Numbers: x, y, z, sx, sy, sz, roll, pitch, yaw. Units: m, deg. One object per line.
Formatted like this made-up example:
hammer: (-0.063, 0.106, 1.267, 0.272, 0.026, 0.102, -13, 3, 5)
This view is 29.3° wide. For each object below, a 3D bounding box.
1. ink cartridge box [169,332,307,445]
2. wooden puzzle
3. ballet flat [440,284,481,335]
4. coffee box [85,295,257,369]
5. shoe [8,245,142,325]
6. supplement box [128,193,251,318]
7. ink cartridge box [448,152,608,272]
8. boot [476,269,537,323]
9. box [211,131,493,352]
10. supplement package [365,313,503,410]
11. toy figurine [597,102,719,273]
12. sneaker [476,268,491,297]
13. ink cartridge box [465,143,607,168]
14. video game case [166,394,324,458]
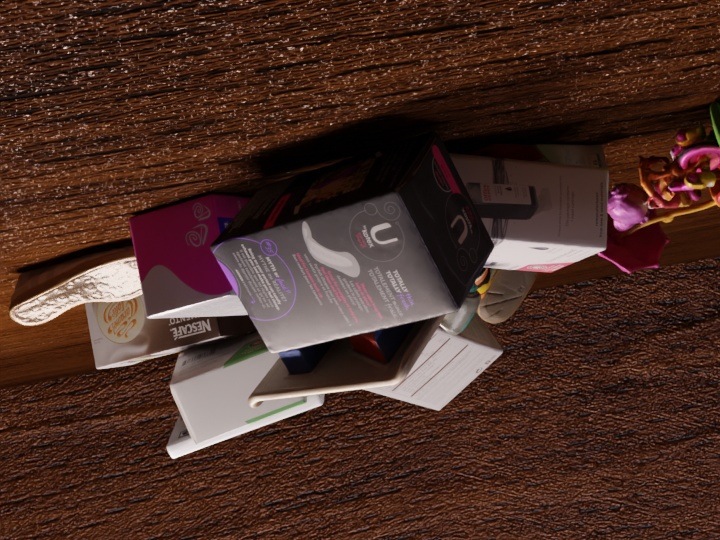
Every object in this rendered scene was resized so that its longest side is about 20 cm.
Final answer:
ink cartridge box: (-0.144, 0.119, 1.674, 0.145, 0.088, 0.200, -21, -165, 2)
wooden puzzle: (-0.001, 0.044, 1.276, 0.199, 0.046, 0.185, -16, -154, 39)
ballet flat: (0.037, -0.002, 1.418, 0.200, 0.064, 0.067, 37, -152, 29)
coffee box: (-0.229, 0.042, 1.647, 0.199, 0.115, 0.080, -14, 174, 32)
shoe: (-0.300, 0.005, 1.504, 0.199, 0.054, 0.070, -18, 140, 20)
supplement box: (-0.129, -0.012, 1.373, 0.103, 0.102, 0.200, -14, 174, 26)
ink cartridge box: (0.120, -0.054, 1.328, 0.199, 0.085, 0.146, 6, 169, -13)
boot: (0.173, -0.053, 1.638, 0.072, 0.200, 0.155, 29, -170, -32)
box: (-0.007, -0.021, 1.188, 0.199, 0.123, 0.106, -14, -154, 33)
supplement package: (0.054, 0.074, 1.633, 0.117, 0.117, 0.200, -44, 146, 18)
toy figurine: (0.314, -0.070, 1.405, 0.184, 0.151, 0.200, -23, 148, 24)
sneaker: (0.048, -0.009, 1.505, 0.199, 0.070, 0.090, 15, 156, 20)
ink cartridge box: (0.138, -0.089, 1.420, 0.161, 0.050, 0.200, -16, 175, 40)
video game case: (-0.137, 0.162, 1.730, 0.199, 0.023, 0.182, -21, -166, 6)
